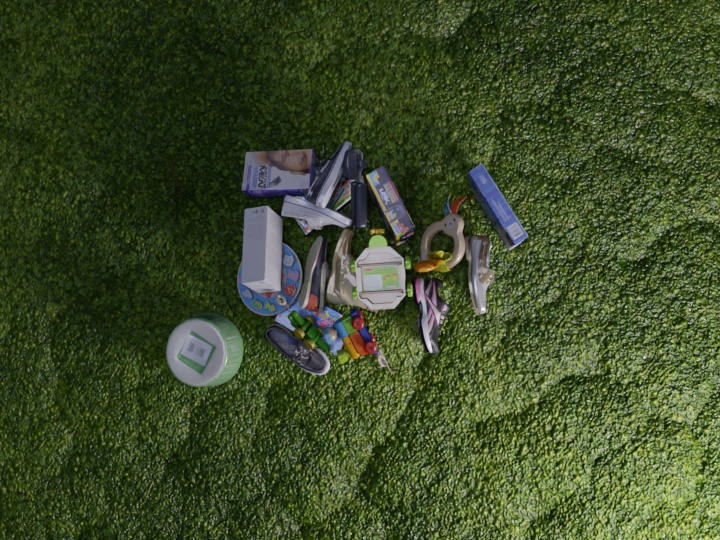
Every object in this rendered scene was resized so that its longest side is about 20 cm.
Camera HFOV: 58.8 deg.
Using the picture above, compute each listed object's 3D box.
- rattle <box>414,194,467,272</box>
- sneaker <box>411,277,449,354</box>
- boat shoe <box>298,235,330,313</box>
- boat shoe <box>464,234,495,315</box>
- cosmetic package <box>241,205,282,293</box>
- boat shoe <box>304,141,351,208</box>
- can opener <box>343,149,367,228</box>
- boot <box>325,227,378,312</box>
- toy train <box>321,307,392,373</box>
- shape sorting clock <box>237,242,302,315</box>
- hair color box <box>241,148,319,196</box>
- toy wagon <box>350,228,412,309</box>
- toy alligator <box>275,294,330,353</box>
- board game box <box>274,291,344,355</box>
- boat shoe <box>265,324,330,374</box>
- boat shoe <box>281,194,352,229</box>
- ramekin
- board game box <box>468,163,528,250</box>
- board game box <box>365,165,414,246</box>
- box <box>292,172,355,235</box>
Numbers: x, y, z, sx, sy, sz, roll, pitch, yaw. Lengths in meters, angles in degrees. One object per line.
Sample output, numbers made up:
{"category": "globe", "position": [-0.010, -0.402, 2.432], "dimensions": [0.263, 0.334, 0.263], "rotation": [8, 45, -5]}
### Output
{"category": "rattle", "position": [0.195, -0.100, 1.607], "dimensions": [0.130, 0.141, 0.203], "rotation": [36, 112, 48]}
{"category": "sneaker", "position": [0.189, 0.114, 1.641], "dimensions": [0.085, 0.080, 0.204], "rotation": [-8, 92, -2]}
{"category": "boat shoe", "position": [-0.112, 0.011, 1.695], "dimensions": [0.062, 0.071, 0.204], "rotation": [16, 74, -22]}
{"category": "boat shoe", "position": [0.308, 0.010, 1.625], "dimensions": [0.067, 0.075, 0.204], "rotation": [-7, 86, 14]}
{"category": "cosmetic package", "position": [-0.255, -0.054, 1.669], "dimensions": [0.070, 0.101, 0.204], "rotation": [-6, 71, 17]}
{"category": "boat shoe", "position": [-0.084, -0.256, 1.645], "dimensions": [0.067, 0.072, 0.202], "rotation": [22, 71, 7]}
{"category": "can opener", "position": [-0.018, -0.210, 1.649], "dimensions": [0.066, 0.053, 0.204], "rotation": [-8, 107, -29]}
{"category": "boot", "position": [0.000, 0.000, 1.675], "dimensions": [0.153, 0.073, 0.204], "rotation": [12, 91, 10]}
{"category": "toy train", "position": [-0.010, 0.210, 1.660], "dimensions": [0.114, 0.085, 0.202], "rotation": [-27, 101, 3]}
{"category": "shape sorting clock", "position": [-0.247, 0.020, 1.721], "dimensions": [0.196, 0.039, 0.204], "rotation": [-2, 83, 16]}
{"category": "hair color box", "position": [-0.212, -0.258, 1.702], "dimensions": [0.196, 0.065, 0.112], "rotation": [1, 78, 16]}
{"category": "toy wagon", "position": [0.052, -0.005, 1.612], "dimensions": [0.152, 0.040, 0.204], "rotation": [-3, 92, 9]}
{"category": "toy alligator", "position": [-0.157, 0.145, 1.675], "dimensions": [0.200, 0.054, 0.059], "rotation": [46, 57, -7]}
{"category": "board game box", "position": [-0.124, 0.135, 1.717], "dimensions": [0.198, 0.019, 0.104], "rotation": [28, 94, 9]}
{"category": "boat shoe", "position": [-0.170, 0.210, 1.697], "dimensions": [0.199, 0.066, 0.070], "rotation": [38, 94, 8]}
{"category": "boat shoe", "position": [-0.115, -0.138, 1.670], "dimensions": [0.197, 0.073, 0.066], "rotation": [20, 95, 20]}
{"category": "ramekin", "position": [-0.424, 0.216, 1.720], "dimensions": [0.196, 0.098, 0.204], "rotation": [0, 88, 9]}
{"category": "board game box", "position": [0.332, -0.150, 1.565], "dimensions": [0.043, 0.199, 0.202], "rotation": [-32, 83, 8]}
{"category": "board game box", "position": [0.076, -0.157, 1.604], "dimensions": [0.056, 0.200, 0.168], "rotation": [-25, 85, 1]}
{"category": "box", "position": [-0.096, -0.198, 1.717], "dimensions": [0.199, 0.035, 0.111], "rotation": [-38, 83, 6]}
